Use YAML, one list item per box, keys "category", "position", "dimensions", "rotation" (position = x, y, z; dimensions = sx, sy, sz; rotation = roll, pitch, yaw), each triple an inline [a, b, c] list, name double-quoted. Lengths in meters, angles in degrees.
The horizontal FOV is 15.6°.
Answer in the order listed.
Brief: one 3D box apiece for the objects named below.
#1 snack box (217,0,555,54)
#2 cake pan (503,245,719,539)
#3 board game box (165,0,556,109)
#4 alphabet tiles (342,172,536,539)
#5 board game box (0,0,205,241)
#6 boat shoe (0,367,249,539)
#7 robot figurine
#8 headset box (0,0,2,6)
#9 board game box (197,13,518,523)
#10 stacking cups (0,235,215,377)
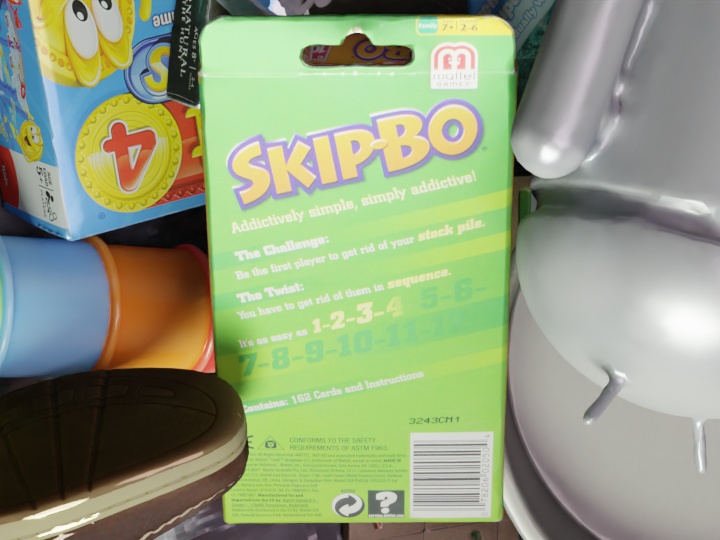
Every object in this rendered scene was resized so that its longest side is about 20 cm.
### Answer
- category: "snack box"
  position: [0.036, -0.146, 0.827]
  dimensions: [0.116, 0.037, 0.200]
  rotation: [41, 81, -29]
- category: "cake pan"
  position: [0.137, 0.034, 0.917]
  dimensions: [0.199, 0.037, 0.202]
  rotation: [-1, 105, -4]
- category: "board game box"
  position: [0.036, -0.116, 0.873]
  dimensions: [0.199, 0.028, 0.136]
  rotation: [1, 101, -30]
- category: "alphabet tiles"
  position: [0.067, 0.061, 1.012]
  dimensions: [0.166, 0.008, 0.201]
  rotation: [-6, 105, -29]
- category: "board game box"
  position: [-0.036, -0.131, 0.878]
  dimensions: [0.199, 0.056, 0.197]
  rotation: [-17, 109, -26]
- category: "boat shoe"
  position: [-0.122, 0.095, 0.849]
  dimensions: [0.199, 0.072, 0.072]
  rotation: [-23, 121, 3]
- category: "robot figurine"
  position: [0.115, -0.041, 0.814]
  dimensions: [0.169, 0.113, 0.201]
  rotation: [22, 81, -37]
- category: "headset box"
  position: [-0.177, -0.137, 0.737]
  dimensions: [0.199, 0.093, 0.175]
  rotation: [10, 100, -12]
- category: "board game box"
  position: [0.000, 0.000, 0.833]
  dimensions: [0.095, 0.030, 0.201]
  rotation: [0, 130, 0]
- category: "stacking cups"
  position: [-0.110, 0.017, 0.871]
  dimensions: [0.199, 0.060, 0.061]
  rotation: [6, 99, -33]
